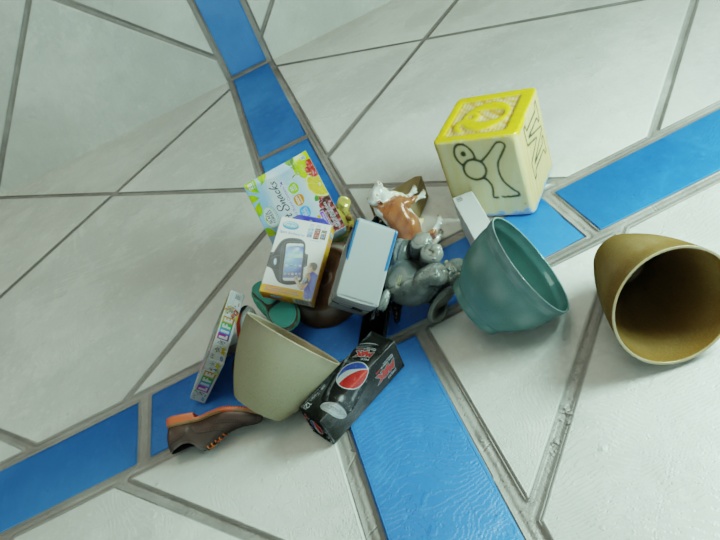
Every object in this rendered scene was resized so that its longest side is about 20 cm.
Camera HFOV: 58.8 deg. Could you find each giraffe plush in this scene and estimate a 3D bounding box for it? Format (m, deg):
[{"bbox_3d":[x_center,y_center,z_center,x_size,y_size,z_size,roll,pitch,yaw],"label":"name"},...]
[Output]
[{"bbox_3d":[-0.088,-0.119,1.539,0.159,0.174,0.202,-6,47,13],"label":"giraffe plush"}]

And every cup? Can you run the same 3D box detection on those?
[{"bbox_3d":[-0.155,0.187,1.172,0.199,0.199,0.145,25,84,48],"label":"cup"}]

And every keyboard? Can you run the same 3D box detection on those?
[{"bbox_3d":[0.049,0.090,1.292,0.104,0.040,0.202,-33,29,33],"label":"keyboard"}]

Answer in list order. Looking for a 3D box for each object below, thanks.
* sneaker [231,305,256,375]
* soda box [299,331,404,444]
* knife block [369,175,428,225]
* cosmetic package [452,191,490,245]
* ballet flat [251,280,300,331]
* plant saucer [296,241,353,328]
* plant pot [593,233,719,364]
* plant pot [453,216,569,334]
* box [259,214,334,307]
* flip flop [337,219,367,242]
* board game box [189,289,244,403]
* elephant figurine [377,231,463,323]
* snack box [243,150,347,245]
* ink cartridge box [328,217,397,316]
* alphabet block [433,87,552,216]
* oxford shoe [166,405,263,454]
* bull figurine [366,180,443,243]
[{"bbox_3d":[-0.204,0.144,1.342,0.106,0.068,0.203,-17,39,11],"label":"sneaker"},{"bbox_3d":[-0.012,0.205,1.136,0.063,0.071,0.200,19,54,44],"label":"soda box"},{"bbox_3d":[0.101,-0.123,1.492,0.198,0.064,0.176,-31,36,-7],"label":"knife block"},{"bbox_3d":[0.248,-0.079,1.328,0.050,0.083,0.201,-19,36,4],"label":"cosmetic package"},{"bbox_3d":[-0.174,0.090,1.387,0.067,0.071,0.200,-36,39,-13],"label":"ballet flat"},{"bbox_3d":[-0.076,0.022,1.374,0.197,0.037,0.203,-11,61,21],"label":"plant saucer"},{"bbox_3d":[0.452,0.016,1.015,0.184,0.188,0.201,-21,21,6],"label":"plant pot"},{"bbox_3d":[0.249,0.027,1.121,0.134,0.199,0.202,-41,28,27],"label":"plant pot"},{"bbox_3d":[-0.131,-0.031,1.362,0.117,0.042,0.203,10,71,10],"label":"box"},{"bbox_3d":[-0.047,-0.036,1.443,0.201,0.057,0.081,-53,39,5],"label":"flip flop"},{"bbox_3d":[-0.299,0.157,1.340,0.201,0.034,0.135,-85,21,-51],"label":"board game box"},{"bbox_3d":[0.136,0.027,1.225,0.153,0.200,0.144,-15,60,23],"label":"elephant figurine"},{"bbox_3d":[-0.148,-0.140,1.454,0.167,0.202,0.068,-27,-10,-1],"label":"snack box"},{"bbox_3d":[0.000,0.000,1.228,0.085,0.200,0.149,16,80,-3],"label":"ink cartridge box"},{"bbox_3d":[0.301,-0.259,1.422,0.193,0.202,0.197,0,42,31],"label":"alphabet block"},{"bbox_3d":[-0.269,0.300,1.199,0.197,0.071,0.074,-13,65,12],"label":"oxford shoe"},{"bbox_3d":[0.100,-0.118,1.391,0.121,0.202,0.065,-33,7,-12],"label":"bull figurine"}]
